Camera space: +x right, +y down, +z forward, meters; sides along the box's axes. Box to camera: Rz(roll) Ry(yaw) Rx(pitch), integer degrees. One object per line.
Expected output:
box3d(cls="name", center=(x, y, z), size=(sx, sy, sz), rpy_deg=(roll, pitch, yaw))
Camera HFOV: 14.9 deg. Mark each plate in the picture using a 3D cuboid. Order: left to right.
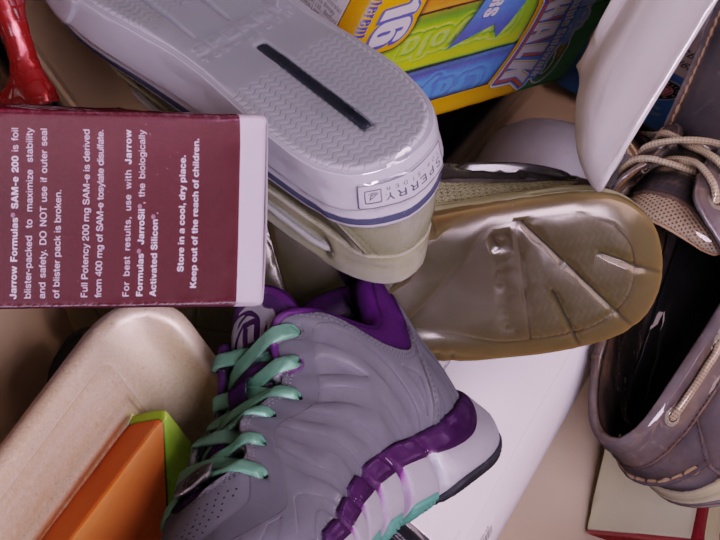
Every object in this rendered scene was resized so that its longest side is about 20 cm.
box3d(cls="plate", center=(0.127, -0.130, 0.959), size=(0.032, 0.200, 0.200), rpy_deg=(30, 13, 3))

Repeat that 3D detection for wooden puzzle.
box3d(cls="wooden puzzle", center=(-0.063, 0.137, 0.827), size=(0.185, 0.037, 0.200), rpy_deg=(55, 50, -22))

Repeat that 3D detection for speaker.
box3d(cls="speaker", center=(0.040, 0.034, 1.001), size=(0.081, 0.081, 0.200), rpy_deg=(49, 49, -20))

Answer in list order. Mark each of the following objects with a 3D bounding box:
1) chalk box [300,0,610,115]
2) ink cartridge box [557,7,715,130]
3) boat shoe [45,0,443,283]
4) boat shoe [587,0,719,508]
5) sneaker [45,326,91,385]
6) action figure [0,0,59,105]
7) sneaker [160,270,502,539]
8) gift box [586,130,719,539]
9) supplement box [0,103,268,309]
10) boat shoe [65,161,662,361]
box3d(cls="chalk box", center=(0.028, -0.142, 0.988), size=(0.200, 0.124, 0.125), rpy_deg=(-20, 59, -44))
box3d(cls="ink cartridge box", center=(0.199, -0.118, 1.110), size=(0.146, 0.200, 0.084), rpy_deg=(21, 63, -38))
box3d(cls="boat shoe", center=(-0.048, -0.066, 0.890), size=(0.072, 0.062, 0.200), rpy_deg=(-26, 50, -24))
box3d(cls="boat shoe", center=(0.130, -0.017, 0.990), size=(0.073, 0.074, 0.200), rpy_deg=(23, 74, -48))
box3d(cls="sneaker", center=(-0.097, 0.116, 0.861), size=(0.104, 0.060, 0.200), rpy_deg=(0, 79, -46))
box3d(cls="action figure", center=(-0.155, -0.144, 0.900), size=(0.065, 0.052, 0.200), rpy_deg=(-19, 96, -49))
box3d(cls="sneaker", center=(-0.033, 0.056, 0.819), size=(0.088, 0.074, 0.200), rpy_deg=(60, 29, -1))
box3d(cls="gift box", center=(0.199, 0.035, 1.084), size=(0.184, 0.200, 0.187), rpy_deg=(23, 77, -40))
box3d(cls="supplement box", center=(-0.139, -0.020, 0.804), size=(0.200, 0.109, 0.061), rpy_deg=(-1, 94, -33))
box3d(cls="boat shoe", center=(0.001, -0.001, 0.942), size=(0.066, 0.201, 0.072), rpy_deg=(-94, 179, -76))
